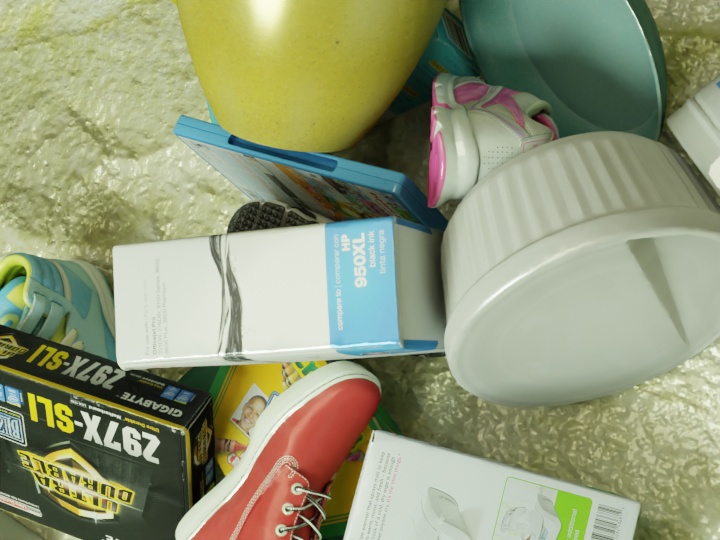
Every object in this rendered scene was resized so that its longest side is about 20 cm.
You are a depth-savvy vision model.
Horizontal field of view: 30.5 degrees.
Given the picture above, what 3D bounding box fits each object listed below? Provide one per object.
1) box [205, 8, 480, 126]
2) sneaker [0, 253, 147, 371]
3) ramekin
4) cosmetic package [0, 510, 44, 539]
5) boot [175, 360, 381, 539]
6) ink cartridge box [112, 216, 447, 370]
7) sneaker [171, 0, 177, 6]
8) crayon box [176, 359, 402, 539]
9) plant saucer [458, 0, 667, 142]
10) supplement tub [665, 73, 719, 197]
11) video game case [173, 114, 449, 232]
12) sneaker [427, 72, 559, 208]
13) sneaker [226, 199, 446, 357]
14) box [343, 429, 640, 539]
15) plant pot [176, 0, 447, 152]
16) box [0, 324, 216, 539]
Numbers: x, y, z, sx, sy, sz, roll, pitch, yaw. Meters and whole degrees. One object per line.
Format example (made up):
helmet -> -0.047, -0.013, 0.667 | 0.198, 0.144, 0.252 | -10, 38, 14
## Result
box -> -0.015, -0.143, 1.025 | 0.199, 0.082, 0.049 | -24, 68, 22
sneaker -> -0.241, 0.072, 1.057 | 0.079, 0.130, 0.201 | -38, 65, 15
ramekin -> 0.143, -0.002, 0.845 | 0.202, 0.202, 0.095 | -28, 55, 20
cosmetic package -> -0.366, 0.223, 1.109 | 0.199, 0.113, 0.082 | 25, 89, 33
boot -> -0.035, 0.170, 0.874 | 0.200, 0.072, 0.144 | -52, 41, 16
ink cartridge box -> -0.046, 0.019, 0.883 | 0.199, 0.144, 0.085 | -5, 85, 19
sneaker -> -0.082, -0.227, 1.072 | 0.200, 0.074, 0.082 | 28, 79, 46
crayon box -> -0.041, 0.127, 0.985 | 0.119, 0.058, 0.200 | -43, 61, 13
plant saucer -> 0.143, -0.156, 0.902 | 0.036, 0.201, 0.200 | -33, 58, -20
supplement tub -> 0.306, -0.104, 0.813 | 0.200, 0.132, 0.132 | -38, 63, 14
video game case -> -0.026, -0.057, 0.974 | 0.199, 0.143, 0.018 | 18, 77, 31
sneaker -> 0.092, -0.087, 0.913 | 0.087, 0.200, 0.082 | 2, 110, 3
sneaker -> 0.000, 0.000, 0.991 | 0.199, 0.080, 0.074 | 29, 100, 13
box -> 0.067, 0.221, 0.844 | 0.175, 0.097, 0.201 | 13, 84, 6
plant pot -> -0.040, -0.163, 0.905 | 0.199, 0.200, 0.143 | 22, 113, 31
box -> -0.205, 0.137, 1.002 | 0.199, 0.049, 0.161 | 16, 127, 17
